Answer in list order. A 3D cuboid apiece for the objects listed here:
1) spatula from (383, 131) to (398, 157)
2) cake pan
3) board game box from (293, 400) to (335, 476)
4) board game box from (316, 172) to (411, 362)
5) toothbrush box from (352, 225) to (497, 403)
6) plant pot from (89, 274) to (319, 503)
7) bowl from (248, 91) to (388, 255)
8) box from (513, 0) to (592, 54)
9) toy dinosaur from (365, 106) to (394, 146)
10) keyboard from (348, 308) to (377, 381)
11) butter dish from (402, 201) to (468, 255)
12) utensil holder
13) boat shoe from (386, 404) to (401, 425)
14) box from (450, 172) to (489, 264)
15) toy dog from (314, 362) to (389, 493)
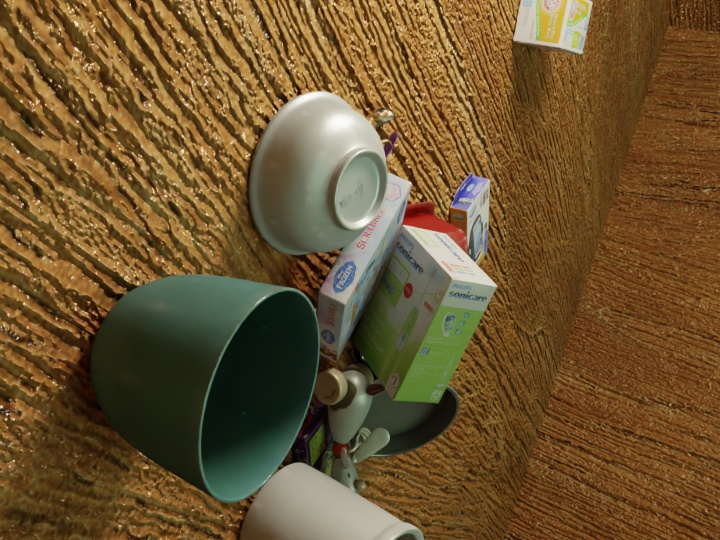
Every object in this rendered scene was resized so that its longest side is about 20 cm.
[{"bbox_3d":[0.016,-0.102,1.236,0.057,0.020,0.202,-129,-127,-76],"label":"spatula"},{"bbox_3d":[0.062,0.230,1.389,0.201,0.198,0.037,75,-5,-48],"label":"cake pan"},{"bbox_3d":[-0.057,0.288,1.313,0.120,0.032,0.202,-45,142,-44],"label":"board game box"},{"bbox_3d":[0.000,0.000,1.176,0.201,0.041,0.201,-61,172,-26],"label":"board game box"},{"bbox_3d":[0.085,0.062,1.210,0.085,0.146,0.202,10,116,-33],"label":"toothbrush box"},{"bbox_3d":[-0.156,0.096,0.818,0.200,0.159,0.203,-43,140,-51],"label":"plant pot"},{"bbox_3d":[-0.030,-0.105,1.015,0.200,0.090,0.204,-24,123,-43],"label":"bowl"},{"bbox_3d":[0.395,-0.509,1.755,0.199,0.100,0.114,-21,123,-62],"label":"box"},{"bbox_3d":[-0.011,-0.148,1.151,0.107,0.060,0.200,60,40,-23],"label":"toy dinosaur"},{"bbox_3d":[0.005,0.120,1.365,0.201,0.039,0.105,76,14,-46],"label":"keyboard"},{"bbox_3d":[0.120,0.001,1.386,0.199,0.146,0.203,-18,120,-65],"label":"butter dish"},{"bbox_3d":[-0.042,0.377,1.159,0.169,0.198,0.172,-34,135,-42],"label":"utensil holder"},{"bbox_3d":[0.084,0.177,1.452,0.071,0.072,0.202,8,111,-39],"label":"boat shoe"},{"bbox_3d":[0.214,-0.087,1.680,0.119,0.041,0.202,-51,149,-43],"label":"box"},{"bbox_3d":[-0.001,0.226,1.240,0.132,0.095,0.202,-41,125,-47],"label":"toy dog"}]
